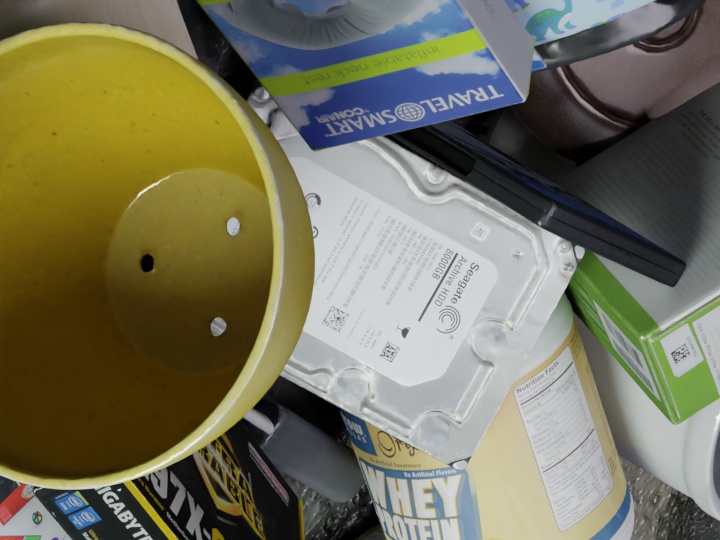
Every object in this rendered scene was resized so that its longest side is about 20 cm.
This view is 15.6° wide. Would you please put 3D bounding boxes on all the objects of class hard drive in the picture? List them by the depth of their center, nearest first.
[{"bbox_3d":[0.000,0.000,1.385,0.200,0.038,0.140,29,93,-10],"label":"hard drive"}]

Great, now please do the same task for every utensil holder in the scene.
[{"bbox_3d":[0.184,0.035,1.595,0.170,0.200,0.170,-31,136,-37],"label":"utensil holder"}]

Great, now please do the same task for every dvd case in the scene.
[{"bbox_3d":[0.064,-0.056,1.389,0.143,0.200,0.018,20,101,-53],"label":"dvd case"}]

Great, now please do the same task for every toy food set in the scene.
[{"bbox_3d":[-0.149,-0.074,1.256,0.143,0.060,0.200,-34,137,-15],"label":"toy food set"}]

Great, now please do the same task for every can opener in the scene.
[{"bbox_3d":[-0.051,0.076,1.473,0.066,0.053,0.200,-52,144,-4],"label":"can opener"}]

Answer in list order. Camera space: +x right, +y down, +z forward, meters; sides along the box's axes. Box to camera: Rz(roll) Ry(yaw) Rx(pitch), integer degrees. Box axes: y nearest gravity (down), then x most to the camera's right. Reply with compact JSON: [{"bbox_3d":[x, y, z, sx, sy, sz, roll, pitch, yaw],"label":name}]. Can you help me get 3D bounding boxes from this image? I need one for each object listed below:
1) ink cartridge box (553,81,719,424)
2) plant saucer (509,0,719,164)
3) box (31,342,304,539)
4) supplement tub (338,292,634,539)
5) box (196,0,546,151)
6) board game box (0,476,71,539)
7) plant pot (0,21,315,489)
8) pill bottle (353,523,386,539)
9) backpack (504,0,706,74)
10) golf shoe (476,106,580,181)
[{"bbox_3d":[0.213,-0.028,1.458,0.200,0.148,0.076,-31,131,-6],"label":"ink cartridge box"},{"bbox_3d":[0.163,-0.155,1.503,0.200,0.032,0.201,-4,98,-25],"label":"plant saucer"},{"bbox_3d":[-0.092,0.113,1.323,0.049,0.160,0.200,-24,124,15],"label":"box"},{"bbox_3d":[0.065,0.083,1.504,0.145,0.145,0.200,-33,115,-31],"label":"supplement tub"},{"bbox_3d":[-0.004,-0.128,1.243,0.200,0.122,0.048,51,37,-45],"label":"box"},{"bbox_3d":[-0.179,0.139,1.272,0.200,0.040,0.153,57,43,-29],"label":"board game box"},{"bbox_3d":[-0.098,-0.004,1.186,0.200,0.200,0.142,-64,159,7],"label":"plant pot"},{"bbox_3d":[0.018,0.216,1.607,0.200,0.113,0.113,-30,135,-35],"label":"pill bottle"},{"bbox_3d":[0.087,-0.194,1.298,0.163,0.154,0.200,-17,122,0],"label":"backpack"},{"bbox_3d":[0.147,-0.097,1.559,0.200,0.088,0.077,-41,142,-21],"label":"golf shoe"}]
